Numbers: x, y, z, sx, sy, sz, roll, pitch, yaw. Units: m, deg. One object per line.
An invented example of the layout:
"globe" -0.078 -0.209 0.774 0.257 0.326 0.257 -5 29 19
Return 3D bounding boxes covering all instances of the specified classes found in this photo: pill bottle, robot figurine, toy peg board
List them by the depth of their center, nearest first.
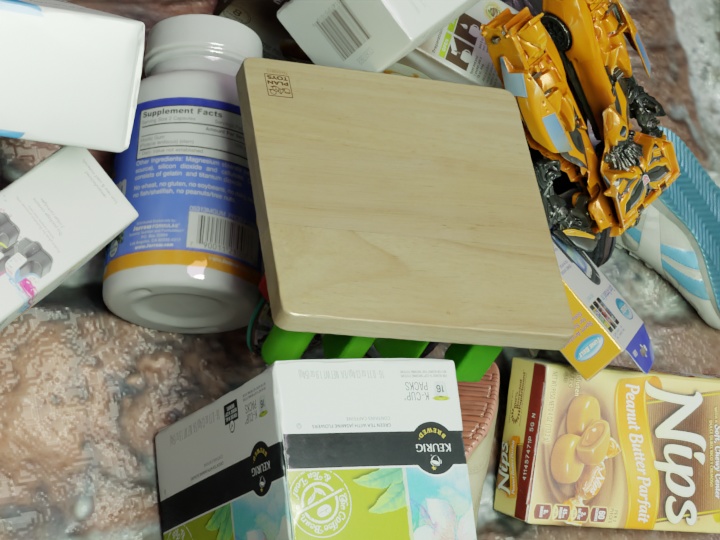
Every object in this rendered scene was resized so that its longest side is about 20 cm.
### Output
"toy peg board" 0.013 -0.022 1.256 0.199 0.098 0.200 5 53 -23
"pill bottle" -0.114 -0.067 1.318 0.111 0.112 0.202 12 67 -24
"robot figurine" 0.163 -0.112 1.370 0.145 0.058 0.201 -43 118 -28

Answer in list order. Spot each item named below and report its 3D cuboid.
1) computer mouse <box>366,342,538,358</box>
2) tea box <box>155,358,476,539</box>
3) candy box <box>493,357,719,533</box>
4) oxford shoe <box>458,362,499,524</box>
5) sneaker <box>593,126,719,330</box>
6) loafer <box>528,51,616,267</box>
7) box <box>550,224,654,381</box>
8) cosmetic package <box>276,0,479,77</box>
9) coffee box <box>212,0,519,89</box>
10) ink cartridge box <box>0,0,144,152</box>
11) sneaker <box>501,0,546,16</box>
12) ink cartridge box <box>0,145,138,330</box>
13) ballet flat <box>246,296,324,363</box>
"computer mouse" 0.069 0.029 1.423 0.140 0.046 0.200 41 48 -3
"tea box" -0.029 0.175 1.229 0.133 0.200 0.198 0 73 -28
"candy box" 0.202 0.131 1.433 0.199 0.055 0.116 6 93 -25
"oxford shoe" 0.057 0.149 1.375 0.201 0.070 0.074 -64 147 -37
"sneaker" 0.247 -0.031 1.523 0.200 0.080 0.077 53 54 -26
"loafer" 0.144 -0.081 1.445 0.063 0.071 0.201 -46 131 -48
"box" 0.135 0.001 1.390 0.200 0.041 0.119 52 17 3
"cosmetic package" 0.053 -0.214 1.324 0.200 0.113 0.081 -40 94 -33
"coffee box" 0.005 -0.185 1.420 0.199 0.114 0.080 28 62 -18
"ink cartridge box" -0.238 -0.136 1.214 0.145 0.200 0.087 7 100 -26
"sneaker" 0.133 -0.182 1.515 0.090 0.076 0.201 -11 83 -40
"ink cartridge box" -0.248 0.011 1.218 0.200 0.115 0.068 -40 93 -31
"ballet flat" 0.000 0.000 1.319 0.072 0.072 0.200 48 47 -6
